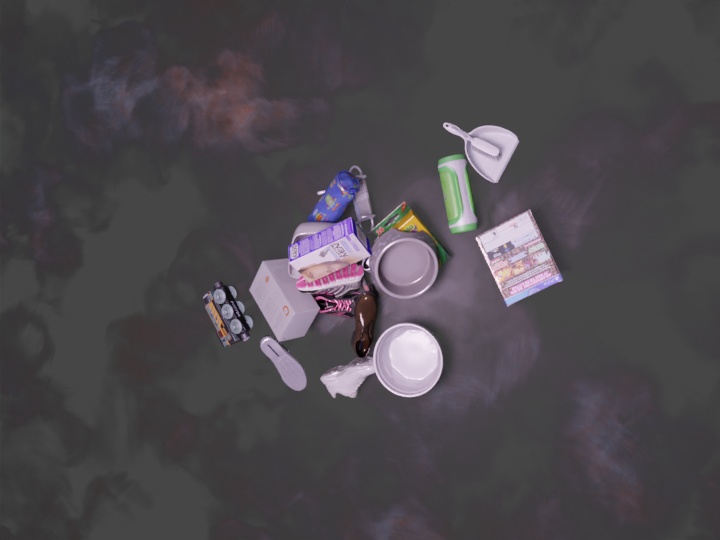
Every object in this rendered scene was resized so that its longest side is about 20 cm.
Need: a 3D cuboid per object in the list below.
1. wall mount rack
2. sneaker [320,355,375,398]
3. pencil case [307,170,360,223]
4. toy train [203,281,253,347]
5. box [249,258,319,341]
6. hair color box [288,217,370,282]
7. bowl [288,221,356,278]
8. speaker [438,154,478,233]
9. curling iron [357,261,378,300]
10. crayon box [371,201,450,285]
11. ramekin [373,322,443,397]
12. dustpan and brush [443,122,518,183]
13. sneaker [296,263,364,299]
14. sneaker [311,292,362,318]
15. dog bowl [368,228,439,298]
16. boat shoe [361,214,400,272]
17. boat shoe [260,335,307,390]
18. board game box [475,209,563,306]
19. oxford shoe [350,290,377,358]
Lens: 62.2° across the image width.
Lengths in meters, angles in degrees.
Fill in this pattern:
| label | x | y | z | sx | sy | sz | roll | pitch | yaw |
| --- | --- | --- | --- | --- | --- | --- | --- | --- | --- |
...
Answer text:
| label | x | y | z | sx | sy | sz | roll | pitch | yaw |
| --- | --- | --- | --- | --- | --- | --- | --- | --- | --- |
| wall mount rack | -0.037 | -0.193 | 1.729 | 0.172 | 0.074 | 0.205 | -16 | 86 | 50 |
| sneaker | -0.018 | 0.318 | 1.745 | 0.197 | 0.078 | 0.101 | -23 | 97 | 32 |
| pencil case | -0.075 | -0.184 | 1.666 | 0.088 | 0.077 | 0.200 | 56 | 133 | 18 |
| toy train | -0.417 | 0.140 | 1.853 | 0.113 | 0.085 | 0.202 | -34 | 83 | 25 |
| box | -0.223 | 0.083 | 1.731 | 0.201 | 0.096 | 0.125 | 55 | 130 | 28 |
| hair color box | -0.083 | -0.052 | 1.598 | 0.197 | 0.109 | 0.066 | -22 | 50 | 18 |
| bowl | -0.104 | -0.063 | 1.687 | 0.195 | 0.202 | 0.076 | 3 | 50 | -12 |
| speaker | 0.266 | -0.207 | 1.626 | 0.087 | 0.088 | 0.205 | -11 | 89 | 17 |
| curling iron | 0.000 | 0.000 | 1.741 | 0.025 | 0.049 | 0.203 | -29 | 79 | 15 |
| crayon box | 0.139 | -0.072 | 1.642 | 0.126 | 0.051 | 0.200 | -40 | 110 | 14 |
| ramekin | 0.141 | 0.243 | 1.675 | 0.195 | 0.105 | 0.205 | 1 | 92 | 16 |
| dustpan and brush | 0.312 | -0.344 | 1.611 | 0.198 | 0.057 | 0.142 | 30 | 92 | 13 |
| sneaker | -0.083 | 0.043 | 1.700 | 0.195 | 0.075 | 0.089 | -12 | 134 | -5 |
| sneaker | -0.065 | 0.102 | 1.736 | 0.195 | 0.095 | 0.081 | 1 | 91 | 15 |
| dog bowl | 0.121 | -0.015 | 1.608 | 0.195 | 0.059 | 0.204 | -1 | 114 | -3 |
| boat shoe | 0.072 | -0.078 | 1.699 | 0.200 | 0.068 | 0.072 | -45 | 80 | 14 |
| boat shoe | -0.228 | 0.271 | 1.807 | 0.071 | 0.071 | 0.202 | -34 | 103 | 2 |
| board game box | 0.419 | -0.034 | 1.582 | 0.157 | 0.097 | 0.203 | -26 | 85 | 16 |
| oxford shoe | 0.017 | 0.157 | 1.692 | 0.071 | 0.085 | 0.204 | 0 | 113 | -10 |
